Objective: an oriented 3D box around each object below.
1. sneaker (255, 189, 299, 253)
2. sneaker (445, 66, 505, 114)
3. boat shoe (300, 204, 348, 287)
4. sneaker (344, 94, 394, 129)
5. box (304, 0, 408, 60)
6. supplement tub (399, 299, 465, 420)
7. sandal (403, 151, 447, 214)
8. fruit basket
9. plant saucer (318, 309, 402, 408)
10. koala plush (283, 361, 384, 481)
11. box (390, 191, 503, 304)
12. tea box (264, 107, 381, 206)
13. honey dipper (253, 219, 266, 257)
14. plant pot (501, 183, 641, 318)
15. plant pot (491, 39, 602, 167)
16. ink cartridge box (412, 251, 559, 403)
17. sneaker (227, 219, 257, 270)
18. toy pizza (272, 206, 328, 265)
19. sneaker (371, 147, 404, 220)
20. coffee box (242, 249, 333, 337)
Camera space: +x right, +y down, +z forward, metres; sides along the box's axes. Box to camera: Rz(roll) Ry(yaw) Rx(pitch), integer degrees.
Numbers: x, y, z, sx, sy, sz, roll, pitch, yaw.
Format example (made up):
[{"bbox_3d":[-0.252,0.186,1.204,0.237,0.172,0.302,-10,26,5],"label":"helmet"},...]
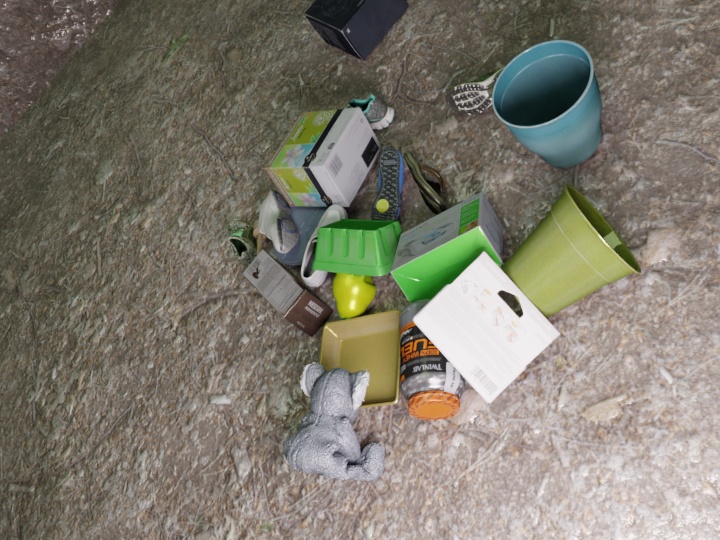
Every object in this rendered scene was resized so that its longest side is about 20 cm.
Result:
[{"bbox_3d":[-0.205,-0.106,1.836,0.087,0.074,0.201,-42,39,21],"label":"sneaker"},{"bbox_3d":[0.289,-0.415,1.710,0.198,0.078,0.089,-13,29,30],"label":"sneaker"},{"bbox_3d":[-0.082,-0.061,1.722,0.072,0.065,0.203,13,78,15],"label":"boat shoe"},{"bbox_3d":[-0.017,-0.389,1.892,0.198,0.091,0.079,-15,54,28],"label":"sneaker"},{"bbox_3d":[-0.012,-0.710,2.063,0.201,0.124,0.196,-49,45,-1],"label":"box"},{"bbox_3d":[0.134,0.168,1.419,0.121,0.122,0.203,-18,54,26],"label":"supplement tub"},{"bbox_3d":[0.149,-0.204,1.672,0.057,0.080,0.202,-25,49,3],"label":"sandal"},{"bbox_3d":[0.000,0.000,1.635,0.213,0.155,0.219,15,114,35],"label":"fruit basket"},{"bbox_3d":[0.007,0.193,1.546,0.198,0.048,0.203,-13,56,30],"label":"plant saucer"},{"bbox_3d":[-0.051,0.276,1.417,0.175,0.183,0.203,6,82,36],"label":"koala plush"},{"bbox_3d":[0.175,-0.041,1.486,0.198,0.097,0.177,-27,20,23],"label":"box"},{"bbox_3d":[-0.088,-0.270,1.817,0.195,0.134,0.202,2,52,37],"label":"tea box"},{"bbox_3d":[-0.245,-0.062,1.850,0.038,0.038,0.201,-34,30,14],"label":"honey dipper"},{"bbox_3d":[0.358,-0.016,1.345,0.190,0.199,0.202,-42,46,22],"label":"plant pot"},{"bbox_3d":[0.386,-0.309,1.485,0.198,0.188,0.203,-18,53,26],"label":"plant pot"},{"bbox_3d":[0.220,0.099,1.337,0.176,0.045,0.200,-43,87,1],"label":"ink cartridge box"},{"bbox_3d":[-0.300,-0.075,1.904,0.077,0.089,0.201,-42,47,6],"label":"sneaker"},{"bbox_3d":[-0.128,-0.098,1.834,0.198,0.032,0.203,-18,53,25],"label":"toy pizza"},{"bbox_3d":[0.070,-0.176,1.729,0.065,0.078,0.204,4,83,18],"label":"sneaker"},{"bbox_3d":[-0.166,0.050,1.715,0.080,0.113,0.200,-50,47,-1],"label":"coffee box"}]
